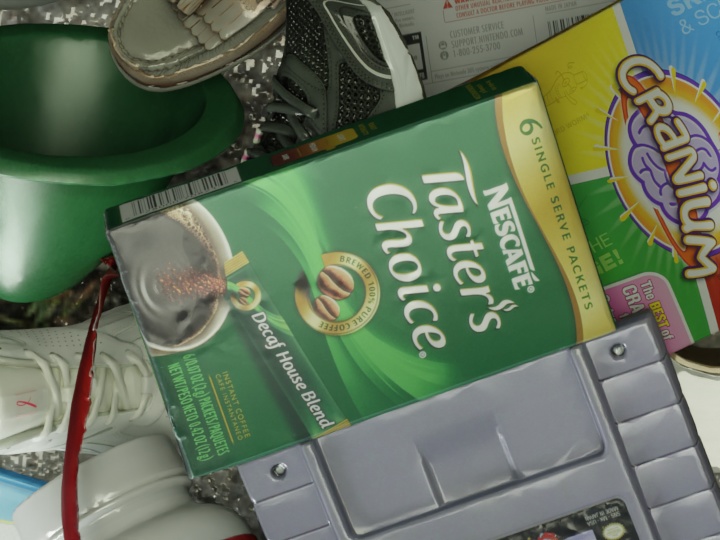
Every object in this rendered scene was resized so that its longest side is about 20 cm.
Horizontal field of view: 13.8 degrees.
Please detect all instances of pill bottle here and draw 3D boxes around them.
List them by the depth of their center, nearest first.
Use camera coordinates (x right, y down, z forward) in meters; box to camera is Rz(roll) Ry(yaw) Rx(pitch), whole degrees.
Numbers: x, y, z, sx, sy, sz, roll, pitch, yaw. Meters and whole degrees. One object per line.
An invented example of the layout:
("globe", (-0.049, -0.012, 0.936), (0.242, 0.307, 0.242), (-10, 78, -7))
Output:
("pill bottle", (-0.081, 0.183, 1.388), (0.112, 0.112, 0.200), (-30, 77, 3))

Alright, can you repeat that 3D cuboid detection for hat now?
("hat", (-0.149, 0.000, 1.392), (0.165, 0.200, 0.176), (15, 117, 16))

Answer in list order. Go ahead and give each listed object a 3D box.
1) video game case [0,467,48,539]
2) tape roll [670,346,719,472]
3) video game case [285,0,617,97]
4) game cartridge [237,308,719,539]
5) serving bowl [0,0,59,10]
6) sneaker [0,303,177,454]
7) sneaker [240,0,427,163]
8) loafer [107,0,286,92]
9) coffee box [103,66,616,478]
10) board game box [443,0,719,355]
("video game case", (-0.217, 0.190, 1.467), (0.143, 0.018, 0.200), (17, 95, 0))
("tape roll", (0.171, -0.006, 1.418), (0.202, 0.071, 0.203), (0, 96, 0))
("video game case", (0.056, -0.170, 1.391), (0.200, 0.023, 0.182), (-10, 84, 15))
("game cartridge", (0.059, 0.110, 1.334), (0.200, 0.038, 0.130), (-20, 95, 11))
("serving bowl", (-0.139, -0.185, 1.338), (0.200, 0.200, 0.066), (-31, 60, 3))
("sneaker", (-0.145, 0.060, 1.412), (0.200, 0.099, 0.078), (-6, 97, 1))
("sneaker", (-0.023, -0.039, 1.343), (0.086, 0.080, 0.200), (-19, 123, -24))
("loafer", (-0.035, -0.159, 1.352), (0.200, 0.063, 0.072), (-36, 78, -3))
("coffee box", (0.000, 0.000, 1.293), (0.200, 0.044, 0.123), (-18, 103, -3))
("board game box", (0.138, -0.048, 1.318), (0.200, 0.040, 0.153), (-28, 95, 30))
